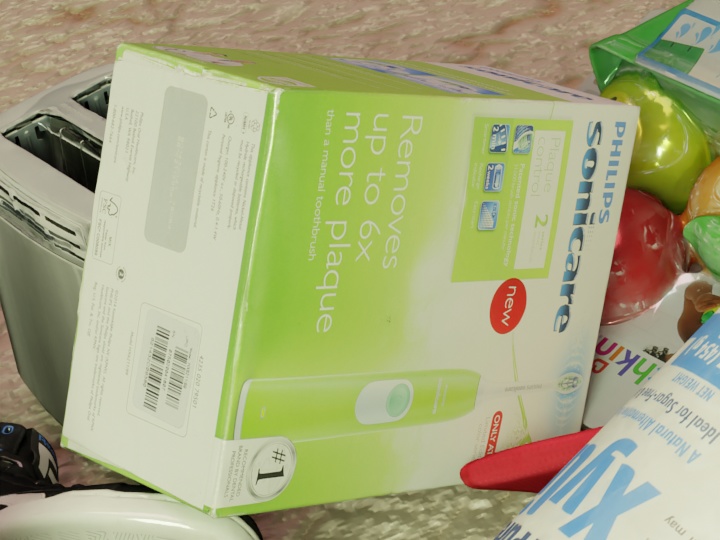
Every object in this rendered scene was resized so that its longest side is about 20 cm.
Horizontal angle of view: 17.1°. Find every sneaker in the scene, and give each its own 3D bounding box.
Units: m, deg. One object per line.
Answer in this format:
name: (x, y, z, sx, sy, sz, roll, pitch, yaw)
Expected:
sneaker: (-0.115, 0.091, 0.881, 0.199, 0.073, 0.112, -15, 29, 24)

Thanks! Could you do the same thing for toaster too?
toaster: (-0.086, -0.001, 0.990, 0.113, 0.130, 0.200, -28, 34, -24)

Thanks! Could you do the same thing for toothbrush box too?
toothbrush box: (0.000, 0.000, 0.868, 0.086, 0.147, 0.199, 18, 13, 39)

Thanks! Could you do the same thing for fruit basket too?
fruit basket: (0.125, -0.025, 0.985, 0.200, 0.094, 0.185, -38, 44, -23)

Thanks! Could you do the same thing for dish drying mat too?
dish drying mat: (0.137, 0.052, 0.837, 0.199, 0.018, 0.077, -16, -14, 32)

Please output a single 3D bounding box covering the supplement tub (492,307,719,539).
supplement tub: (0.093, 0.113, 0.682, 0.200, 0.132, 0.132, -44, 38, -7)
